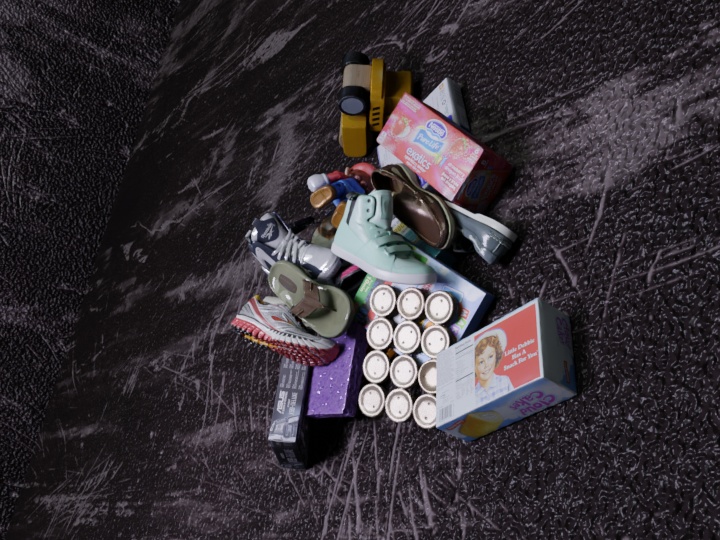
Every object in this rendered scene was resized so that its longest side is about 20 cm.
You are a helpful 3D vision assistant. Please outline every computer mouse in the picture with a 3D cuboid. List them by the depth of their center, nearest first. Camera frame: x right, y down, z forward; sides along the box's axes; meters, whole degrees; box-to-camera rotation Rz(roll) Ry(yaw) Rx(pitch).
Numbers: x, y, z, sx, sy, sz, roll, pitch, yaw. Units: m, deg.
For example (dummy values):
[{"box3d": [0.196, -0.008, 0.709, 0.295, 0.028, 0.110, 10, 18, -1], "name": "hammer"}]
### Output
[{"box3d": [-0.074, -0.099, 1.700, 0.059, 0.198, 0.034, -47, 69, 42], "name": "computer mouse"}]

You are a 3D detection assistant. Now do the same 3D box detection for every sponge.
[{"box3d": [-0.034, 0.141, 1.480, 0.111, 0.030, 0.203, -17, 56, 50], "name": "sponge"}]

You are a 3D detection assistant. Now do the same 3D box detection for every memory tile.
[{"box3d": [0.070, 0.125, 1.343, 0.151, 0.017, 0.204, 4, 84, 35], "name": "memory tile"}]

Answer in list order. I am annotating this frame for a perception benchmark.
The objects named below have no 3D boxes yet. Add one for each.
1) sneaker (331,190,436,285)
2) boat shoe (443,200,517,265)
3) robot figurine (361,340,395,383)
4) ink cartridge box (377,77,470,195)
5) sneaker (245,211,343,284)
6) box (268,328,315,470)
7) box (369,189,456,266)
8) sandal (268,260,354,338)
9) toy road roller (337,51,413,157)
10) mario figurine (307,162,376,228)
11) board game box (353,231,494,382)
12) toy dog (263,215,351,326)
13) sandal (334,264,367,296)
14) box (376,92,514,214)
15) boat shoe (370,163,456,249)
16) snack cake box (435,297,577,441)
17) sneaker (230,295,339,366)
[{"box3d": [0.040, -0.054, 1.354, 0.199, 0.073, 0.120, 25, 107, 37], "name": "sneaker"}, {"box3d": [0.158, -0.058, 1.390, 0.199, 0.072, 0.062, 28, 88, 56], "name": "boat shoe"}, {"box3d": [0.021, 0.109, 1.503, 0.200, 0.058, 0.146, -49, 33, 26], "name": "robot figurine"}, {"box3d": [0.113, -0.209, 1.604, 0.200, 0.043, 0.200, -41, 38, 34], "name": "ink cartridge box"}, {"box3d": [-0.125, -0.040, 1.532, 0.198, 0.130, 0.080, 10, 58, 54], "name": "sneaker"}, {"box3d": [-0.108, 0.222, 1.552, 0.158, 0.049, 0.203, 82, -166, -63], "name": "box"}, {"box3d": [0.075, -0.064, 1.493, 0.082, 0.049, 0.201, -43, 49, 14], "name": "box"}, {"box3d": [-0.089, 0.047, 1.441, 0.199, 0.057, 0.081, 28, 102, 37], "name": "sandal"}, {"box3d": [0.031, -0.325, 1.781, 0.201, 0.143, 0.125, 91, -177, -58], "name": "toy road roller"}, {"box3d": [-0.026, -0.123, 1.625, 0.104, 0.126, 0.200, -8, 13, 24], "name": "mario figurine"}, {"box3d": [0.087, 0.053, 1.377, 0.199, 0.036, 0.153, 34, 99, 33], "name": "board game box"}, {"box3d": [-0.063, -0.003, 1.649, 0.193, 0.138, 0.203, 4, 70, 59], "name": "toy dog"}, {"box3d": [0.000, 0.000, 1.518, 0.199, 0.046, 0.075, -35, 15, -29], "name": "sandal"}, {"box3d": [0.133, -0.186, 1.436, 0.200, 0.099, 0.096, 44, 108, 37], "name": "box"}, {"box3d": [0.075, -0.098, 1.414, 0.203, 0.074, 0.076, 52, 134, 47], "name": "boat shoe"}, {"box3d": [0.188, 0.136, 1.201, 0.199, 0.067, 0.117, -35, 39, 42], "name": "snack cake box"}, {"box3d": [-0.120, 0.093, 1.486, 0.197, 0.078, 0.083, 20, 67, 25], "name": "sneaker"}]
